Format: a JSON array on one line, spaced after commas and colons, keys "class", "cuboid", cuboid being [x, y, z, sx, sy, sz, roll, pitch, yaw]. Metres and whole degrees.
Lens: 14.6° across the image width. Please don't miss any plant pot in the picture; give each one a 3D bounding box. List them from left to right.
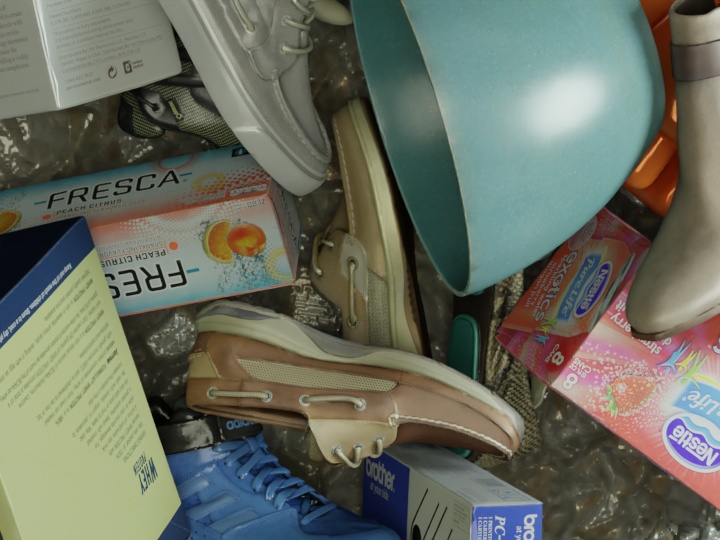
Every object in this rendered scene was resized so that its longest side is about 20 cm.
[{"class": "plant pot", "cuboid": [0.087, -0.102, 1.521, 0.134, 0.200, 0.201, -18, 98, -8]}]

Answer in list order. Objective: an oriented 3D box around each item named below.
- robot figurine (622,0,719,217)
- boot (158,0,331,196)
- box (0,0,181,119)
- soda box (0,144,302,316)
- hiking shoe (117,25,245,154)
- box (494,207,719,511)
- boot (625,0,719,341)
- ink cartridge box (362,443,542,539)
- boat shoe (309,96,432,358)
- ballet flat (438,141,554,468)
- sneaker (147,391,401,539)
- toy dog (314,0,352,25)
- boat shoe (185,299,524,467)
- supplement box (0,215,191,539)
[{"class": "robot figurine", "cuboid": [0.212, -0.129, 1.614, 0.144, 0.117, 0.200, 40, 92, -7]}, {"class": "boot", "cuboid": [-0.046, -0.141, 1.542, 0.095, 0.074, 0.201, -26, 113, 16]}, {"class": "box", "cuboid": [-0.195, -0.190, 1.567, 0.097, 0.124, 0.201, -21, 101, -44]}, {"class": "soda box", "cuboid": [-0.137, -0.017, 1.608, 0.199, 0.069, 0.064, -10, 121, 9]}, {"class": "hiking shoe", "cuboid": [-0.110, -0.126, 1.618, 0.100, 0.076, 0.200, -38, 98, -2]}, {"class": "box", "cuboid": [0.191, 0.064, 1.621, 0.200, 0.095, 0.103, 37, 94, -25]}, {"class": "boot", "cuboid": [0.191, -0.075, 1.496, 0.200, 0.070, 0.147, -43, 128, -36]}, {"class": "ink cartridge box", "cuboid": [0.049, 0.159, 1.597, 0.044, 0.200, 0.095, 0, 97, -17]}, {"class": "boat shoe", "cuboid": [0.000, 0.000, 1.643, 0.064, 0.072, 0.201, -9, 103, 7]}, {"class": "ballet flat", "cuboid": [0.083, 0.016, 1.659, 0.075, 0.068, 0.201, -9, 104, -24]}, {"class": "sneaker", "cuboid": [-0.064, 0.120, 1.621, 0.199, 0.077, 0.112, 4, 96, 33]}, {"class": "toy dog", "cuboid": [0.054, -0.226, 1.586, 0.199, 0.140, 0.195, 9, 97, -6]}, {"class": "boat shoe", "cuboid": [-0.006, 0.079, 1.588, 0.199, 0.076, 0.072, 16, 75, 11]}, {"class": "supplement box", "cuboid": [-0.207, 0.107, 1.508, 0.133, 0.200, 0.201, -11, 108, 19]}]
